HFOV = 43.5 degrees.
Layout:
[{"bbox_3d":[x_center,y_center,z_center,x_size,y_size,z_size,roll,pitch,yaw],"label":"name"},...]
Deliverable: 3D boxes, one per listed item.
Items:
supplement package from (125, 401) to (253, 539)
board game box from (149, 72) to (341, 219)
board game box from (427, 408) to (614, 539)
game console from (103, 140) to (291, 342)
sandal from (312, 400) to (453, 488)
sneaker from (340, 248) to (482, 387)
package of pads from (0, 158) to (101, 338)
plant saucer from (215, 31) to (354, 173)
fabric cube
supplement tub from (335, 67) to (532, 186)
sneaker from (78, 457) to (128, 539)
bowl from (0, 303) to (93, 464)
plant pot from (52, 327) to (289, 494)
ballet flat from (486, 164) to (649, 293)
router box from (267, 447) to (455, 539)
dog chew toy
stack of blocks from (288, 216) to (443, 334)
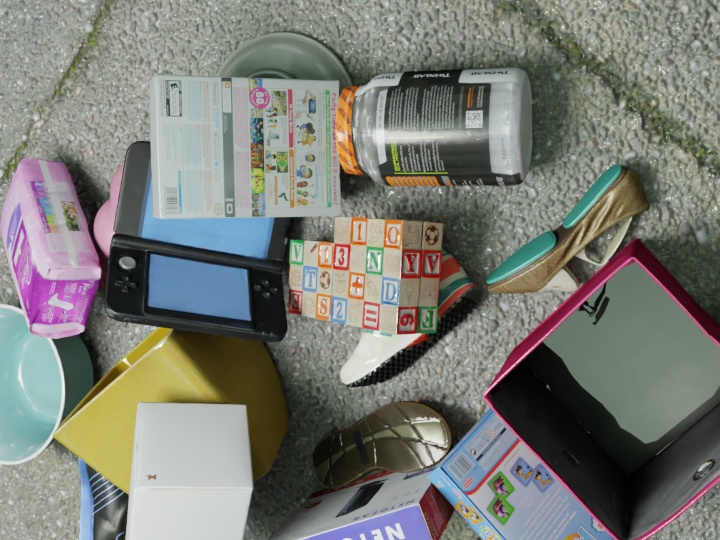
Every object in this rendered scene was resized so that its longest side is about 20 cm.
[{"bbox_3d":[-0.183,0.250,0.942,0.116,0.117,0.202,4,125,-14],"label":"supplement package"},{"bbox_3d":[-0.122,-0.131,0.970,0.198,0.064,0.150,-1,94,-19],"label":"board game box"},{"bbox_3d":[0.188,0.247,0.972,0.200,0.151,0.037,47,142,8],"label":"board game box"},{"bbox_3d":[-0.168,-0.031,0.989,0.198,0.177,0.117,9,128,-18],"label":"game console"},{"bbox_3d":[0.029,0.209,1.067,0.199,0.054,0.083,-30,69,33],"label":"sandal"},{"bbox_3d":[0.043,0.052,1.044,0.199,0.070,0.094,-41,65,20],"label":"sneaker"},{"bbox_3d":[-0.384,-0.029,1.108,0.201,0.075,0.121,60,136,35],"label":"package of pads"},{"bbox_3d":[-0.100,-0.180,1.063,0.198,0.050,0.203,2,98,18],"label":"plant saucer"},{"bbox_3d":[0.269,0.111,0.899,0.200,0.199,0.196,47,107,8],"label":"fabric cube"},{"bbox_3d":[0.080,-0.152,0.969,0.198,0.122,0.124,2,97,17],"label":"supplement tub"},{"bbox_3d":[-0.327,0.278,1.189,0.077,0.070,0.203,-1,89,-7],"label":"sneaker"},{"bbox_3d":[-0.428,0.140,1.173,0.198,0.105,0.204,1,93,23],"label":"bowl"},{"bbox_3d":[-0.196,0.168,1.070,0.194,0.196,0.200,-38,101,18],"label":"plant pot"},{"bbox_3d":[0.229,-0.025,0.974,0.200,0.068,0.072,-43,99,14],"label":"ballet flat"},{"bbox_3d":[0.009,0.277,1.014,0.198,0.179,0.049,-22,90,19],"label":"router box"},{"bbox_3d":[-0.265,-0.053,1.100,0.125,0.124,0.200,45,115,8],"label":"dog chew toy"},{"bbox_3d":[0.000,0.000,0.993,0.199,0.058,0.117,6,94,51],"label":"stack of blocks"}]
